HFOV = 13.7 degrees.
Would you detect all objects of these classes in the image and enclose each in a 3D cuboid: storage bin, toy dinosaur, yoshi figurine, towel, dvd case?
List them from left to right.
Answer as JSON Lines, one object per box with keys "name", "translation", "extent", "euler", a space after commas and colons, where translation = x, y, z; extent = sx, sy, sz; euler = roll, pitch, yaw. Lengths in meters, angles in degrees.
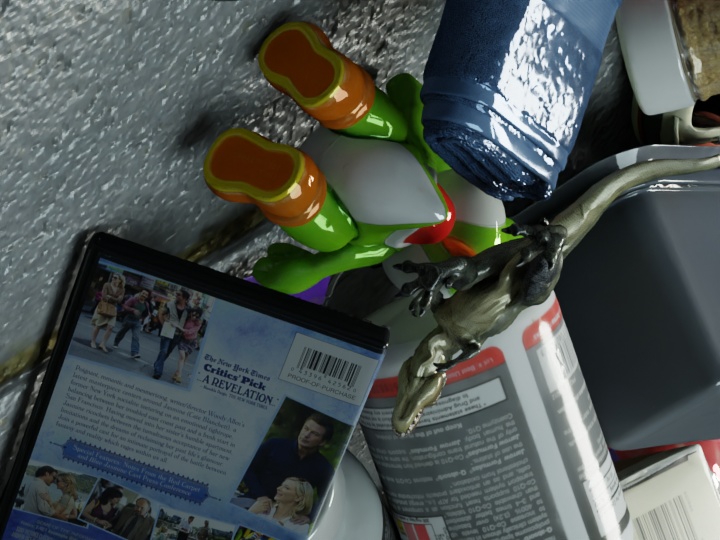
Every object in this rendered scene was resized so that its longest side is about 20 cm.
{"name": "dvd case", "translation": [-0.085, 0.087, 1.389], "extent": [0.018, 0.143, 0.200], "euler": [-79, -170, -60]}
{"name": "yoshi figurine", "translation": [0.002, -0.041, 1.414], "extent": [0.112, 0.112, 0.200], "euler": [-23, 148, 24]}
{"name": "toy dinosaur", "translation": [0.070, 0.000, 1.356], "extent": [0.200, 0.047, 0.088], "euler": [-39, 161, 19]}
{"name": "towel", "translation": [0.082, -0.138, 1.374], "extent": [0.112, 0.048, 0.200], "euler": [35, 72, -59]}
{"name": "storage bin", "translation": [0.167, 0.024, 1.635], "extent": [0.145, 0.134, 0.200], "euler": [-33, 162, 30]}

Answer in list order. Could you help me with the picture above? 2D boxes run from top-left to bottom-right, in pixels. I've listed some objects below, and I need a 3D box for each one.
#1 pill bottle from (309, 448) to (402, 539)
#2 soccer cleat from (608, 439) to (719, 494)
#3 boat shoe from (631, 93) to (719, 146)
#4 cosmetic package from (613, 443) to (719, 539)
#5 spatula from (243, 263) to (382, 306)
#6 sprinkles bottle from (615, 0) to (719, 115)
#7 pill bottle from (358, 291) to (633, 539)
{"name": "pill bottle", "translation": [-0.037, 0.148, 1.538], "extent": [0.116, 0.116, 0.200], "euler": [-45, 152, -11]}
{"name": "soccer cleat", "translation": [0.150, 0.135, 1.762], "extent": [0.067, 0.077, 0.200], "euler": [7, 164, -24]}
{"name": "boat shoe", "translation": [0.189, -0.099, 1.629], "extent": [0.071, 0.063, 0.200], "euler": [-47, 153, -11]}
{"name": "cosmetic package", "translation": [0.103, 0.159, 1.684], "extent": [0.105, 0.071, 0.200], "euler": [-22, -177, -41]}
{"name": "spatula", "translation": [0.000, 0.000, 1.513], "extent": [0.200, 0.021, 0.057], "euler": [-24, 148, -43]}
{"name": "sprinkles bottle", "translation": [0.229, -0.132, 1.488], "extent": [0.200, 0.068, 0.068], "euler": [-14, 153, 10]}
{"name": "pill bottle", "translation": [0.072, 0.110, 1.523], "extent": [0.116, 0.116, 0.200], "euler": [-29, 106, -35]}
